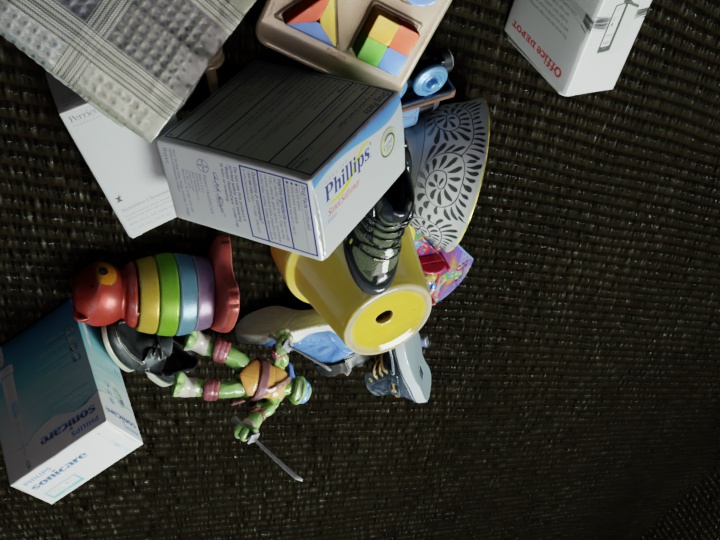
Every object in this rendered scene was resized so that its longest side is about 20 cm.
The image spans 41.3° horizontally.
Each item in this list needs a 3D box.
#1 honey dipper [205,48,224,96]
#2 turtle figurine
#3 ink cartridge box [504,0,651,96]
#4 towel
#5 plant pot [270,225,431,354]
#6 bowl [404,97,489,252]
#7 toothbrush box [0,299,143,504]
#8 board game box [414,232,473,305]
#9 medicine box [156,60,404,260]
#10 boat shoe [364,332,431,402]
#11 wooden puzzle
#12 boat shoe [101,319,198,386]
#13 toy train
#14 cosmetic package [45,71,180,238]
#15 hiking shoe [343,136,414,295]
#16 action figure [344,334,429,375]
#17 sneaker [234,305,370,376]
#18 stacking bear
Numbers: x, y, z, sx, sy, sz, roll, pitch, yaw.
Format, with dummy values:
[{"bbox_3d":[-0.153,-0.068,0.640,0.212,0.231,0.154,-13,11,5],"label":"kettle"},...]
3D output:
[{"bbox_3d":[-0.163,-0.197,1.083,0.038,0.038,0.201,-21,146,-12],"label":"honey dipper"},{"bbox_3d":[-0.146,0.146,1.277,0.191,0.201,0.146,16,113,-13],"label":"turtle figurine"},{"bbox_3d":[0.264,-0.332,1.124,0.083,0.147,0.202,-12,140,-25],"label":"ink cartridge box"},{"bbox_3d":[-0.223,-0.250,0.907,0.199,0.035,0.193,36,96,-25],"label":"towel"},{"bbox_3d":[0.000,0.000,1.288,0.198,0.190,0.202,-18,141,-15],"label":"plant pot"},{"bbox_3d":[0.090,-0.133,1.231,0.093,0.202,0.202,12,131,-10],"label":"bowl"},{"bbox_3d":[-0.378,0.164,1.207,0.145,0.201,0.085,-34,143,4],"label":"toothbrush box"},{"bbox_3d":[0.098,0.018,1.497,0.158,0.039,0.200,-40,142,11],"label":"board game box"},{"bbox_3d":[-0.080,-0.124,1.018,0.182,0.198,0.104,-49,146,-39],"label":"medicine box"},{"bbox_3d":[0.044,0.138,1.396,0.089,0.072,0.201,2,148,15],"label":"boat shoe"},{"bbox_3d":[0.009,-0.295,1.008,0.183,0.046,0.202,20,113,-22],"label":"wooden puzzle"},{"bbox_3d":[-0.280,0.107,1.297,0.065,0.075,0.200,-16,150,10],"label":"boat shoe"},{"bbox_3d":[0.020,-0.212,1.151,0.198,0.087,0.115,-20,151,-18],"label":"toy train"},{"bbox_3d":[-0.247,-0.144,1.043,0.112,0.082,0.201,-25,144,-4],"label":"cosmetic package"},{"bbox_3d":[0.022,-0.062,1.129,0.074,0.101,0.203,3,105,-7],"label":"hiking shoe"},{"bbox_3d":[0.012,0.089,1.493,0.197,0.105,0.195,13,140,5],"label":"action figure"},{"bbox_3d":[-0.080,0.111,1.403,0.197,0.077,0.112,-8,124,2],"label":"sneaker"},{"bbox_3d":[-0.265,0.028,1.212,0.197,0.123,0.114,-1,145,-21],"label":"stacking bear"}]
